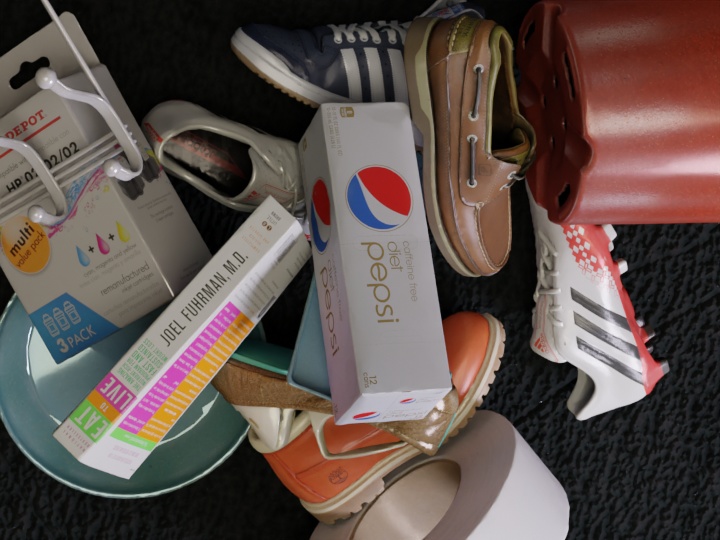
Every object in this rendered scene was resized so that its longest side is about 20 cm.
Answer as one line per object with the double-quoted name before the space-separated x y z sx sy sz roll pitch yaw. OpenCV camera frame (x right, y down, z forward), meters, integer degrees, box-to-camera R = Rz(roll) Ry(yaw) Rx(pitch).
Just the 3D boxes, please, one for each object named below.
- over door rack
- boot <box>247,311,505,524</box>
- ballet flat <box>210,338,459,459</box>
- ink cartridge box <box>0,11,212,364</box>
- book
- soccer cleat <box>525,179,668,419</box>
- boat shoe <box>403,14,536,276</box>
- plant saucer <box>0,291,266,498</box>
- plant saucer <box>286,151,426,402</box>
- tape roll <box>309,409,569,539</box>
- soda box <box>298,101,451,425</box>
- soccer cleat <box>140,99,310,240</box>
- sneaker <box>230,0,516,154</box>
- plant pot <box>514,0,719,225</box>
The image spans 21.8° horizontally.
"over door rack" -0.240 -0.118 1.167 0.147 0.066 0.202 -26 89 28
"boot" 0.012 0.087 1.350 0.200 0.075 0.107 -42 122 5
"ballet flat" -0.030 0.092 1.292 0.198 0.068 0.073 8 100 13
"ink cartridge box" -0.197 -0.055 1.240 0.115 0.068 0.201 -28 93 29
"book" -0.110 0.044 1.212 0.048 0.134 0.200 42 86 6
"soccer cleat" 0.154 0.018 1.359 0.085 0.069 0.201 -29 114 -3
"boat shoe" 0.081 -0.076 1.250 0.067 0.072 0.201 3 131 24
"plant saucer" -0.166 0.065 1.347 0.198 0.036 0.202 -3 107 -9
"plant saucer" 0.000 0.000 1.266 0.069 0.019 0.202 23 63 -17
"tape roll" 0.049 0.196 1.336 0.202 0.203 0.071 -40 110 5
"soda box" 0.008 -0.006 1.217 0.063 0.068 0.202 -3 70 -17
"soccer cleat" -0.060 -0.062 1.297 0.198 0.085 0.069 23 103 -15
"sneaker" 0.015 -0.155 1.286 0.198 0.070 0.109 22 108 -22
"plant pot" 0.214 -0.115 1.253 0.193 0.201 0.203 -6 108 -12
